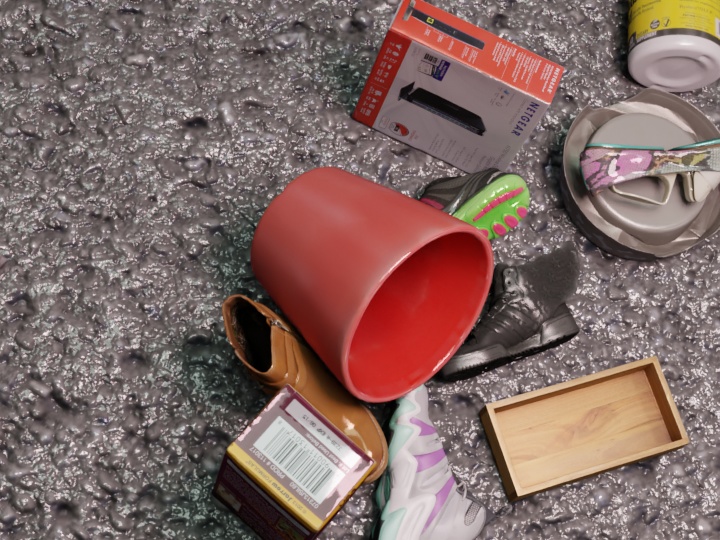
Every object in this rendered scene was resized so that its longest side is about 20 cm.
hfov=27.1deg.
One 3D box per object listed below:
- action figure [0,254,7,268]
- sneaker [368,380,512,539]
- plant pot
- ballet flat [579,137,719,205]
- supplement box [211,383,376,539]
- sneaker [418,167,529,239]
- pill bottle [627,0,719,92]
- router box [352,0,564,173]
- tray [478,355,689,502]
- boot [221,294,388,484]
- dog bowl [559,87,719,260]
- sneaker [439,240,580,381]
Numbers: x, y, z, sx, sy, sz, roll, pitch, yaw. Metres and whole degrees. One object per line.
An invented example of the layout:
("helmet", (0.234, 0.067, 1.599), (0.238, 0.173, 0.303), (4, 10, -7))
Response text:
("action figure", (-0.431, -0.071, 1.475), (0.200, 0.105, 0.194), (-39, 91, -19))
("sneaker", (0.086, 0.215, 1.490), (0.139, 0.078, 0.201), (10, 78, -9))
("plant pot", (0.000, 0.000, 1.458), (0.200, 0.201, 0.177), (-39, 55, -21))
("ballet flat", (0.332, -0.106, 1.601), (0.199, 0.069, 0.072), (-5, 89, -9))
("supplement box", (-0.066, 0.195, 1.393), (0.110, 0.200, 0.086), (41, 69, 6))
("sneaker", (0.083, -0.049, 1.591), (0.199, 0.077, 0.084), (-24, 31, -7))
("pill bottle", (0.364, -0.317, 1.717), (0.111, 0.111, 0.201), (9, 68, -8))
("router box", (0.097, -0.186, 1.566), (0.179, 0.200, 0.049), (25, 66, -1))
("tray", (0.233, 0.164, 1.554), (0.199, 0.037, 0.099), (-14, 73, -17))
("boot", (-0.055, 0.111, 1.432), (0.077, 0.155, 0.200), (-33, 67, 1))
("dog bowl", (0.312, -0.102, 1.655), (0.199, 0.059, 0.201), (4, 70, -10))
("sneaker", (0.155, 0.041, 1.573), (0.199, 0.060, 0.105), (-17, 75, -22))
